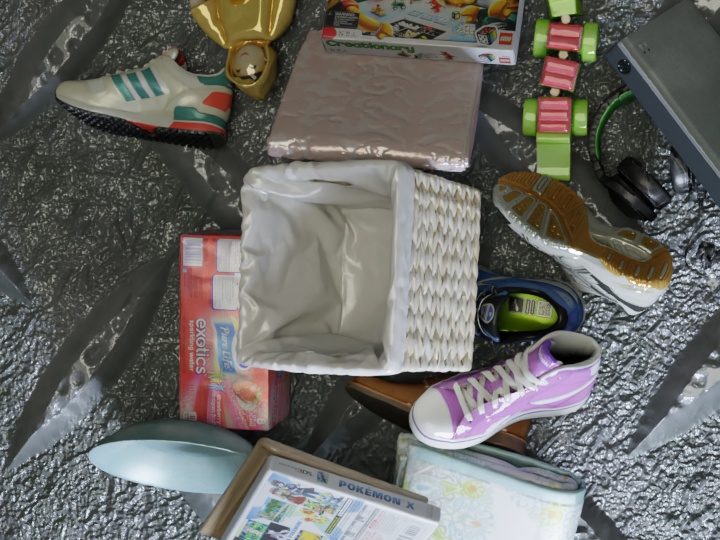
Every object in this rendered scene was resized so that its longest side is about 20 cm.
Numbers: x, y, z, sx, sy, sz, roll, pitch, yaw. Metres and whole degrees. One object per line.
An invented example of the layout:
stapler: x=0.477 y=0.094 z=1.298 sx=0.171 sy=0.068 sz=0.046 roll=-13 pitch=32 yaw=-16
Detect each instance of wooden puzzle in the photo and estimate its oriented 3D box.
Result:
wooden puzzle: x=-0.050 y=0.245 z=1.458 sx=0.183 sy=0.038 sz=0.201 roll=22 pitch=137 yaw=-14

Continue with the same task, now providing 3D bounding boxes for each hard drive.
hard drive: x=0.336 y=-0.156 z=1.372 sx=0.201 sy=0.139 sz=0.033 roll=54 pitch=139 yaw=4

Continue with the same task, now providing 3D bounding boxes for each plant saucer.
plant saucer: x=-0.183 y=0.190 z=1.490 sx=0.198 sy=0.201 sz=0.039 roll=0 pitch=67 yaw=12

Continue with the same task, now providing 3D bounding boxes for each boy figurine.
boy figurine: x=-0.126 y=-0.279 z=1.493 sx=0.122 sy=0.064 sz=0.203 roll=-3 pitch=91 yaw=9

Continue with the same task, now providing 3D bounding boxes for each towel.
towel: x=0.021 y=-0.171 z=1.422 sx=0.197 sy=0.192 sz=0.033 roll=4 pitch=135 yaw=11
towel: x=0.120 y=0.261 z=1.469 sx=0.197 sy=0.048 sz=0.173 roll=17 pitch=119 yaw=12

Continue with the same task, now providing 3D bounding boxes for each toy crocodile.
toy crocodile: x=0.200 y=-0.191 z=1.430 sx=0.066 sy=0.062 sz=0.203 roll=7 pitch=96 yaw=11

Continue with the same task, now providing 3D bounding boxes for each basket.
basket: x=0.000 y=0.000 z=1.401 sx=0.196 sy=0.160 sz=0.203 roll=0 pitch=87 yaw=37

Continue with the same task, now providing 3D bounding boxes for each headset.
headset: x=0.299 y=-0.094 z=1.400 sx=0.122 sy=0.094 sz=0.202 roll=-26 pitch=77 yaw=13

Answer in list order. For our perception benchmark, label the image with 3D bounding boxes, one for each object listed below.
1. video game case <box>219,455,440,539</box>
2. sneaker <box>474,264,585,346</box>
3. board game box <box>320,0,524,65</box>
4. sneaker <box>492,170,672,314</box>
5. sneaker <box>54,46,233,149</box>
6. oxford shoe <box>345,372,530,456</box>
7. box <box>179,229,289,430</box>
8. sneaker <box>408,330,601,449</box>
video game case: x=-0.038 y=0.268 z=1.438 sx=0.180 sy=0.022 sz=0.201 roll=19 pitch=138 yaw=-11
sneaker: x=0.126 y=0.033 z=1.448 sx=0.197 sy=0.089 sz=0.080 roll=2 pitch=95 yaw=17
board game box: x=0.067 y=-0.278 z=1.443 sx=0.197 sy=0.035 sz=0.128 roll=5 pitch=72 yaw=11
sneaker: x=0.213 y=-0.020 z=1.429 sx=0.199 sy=0.088 sz=0.076 roll=34 pitch=62 yaw=14
sneaker: x=-0.227 y=-0.193 z=1.527 sx=0.197 sy=0.070 sz=0.095 roll=11 pitch=79 yaw=13
oxford shoe: x=0.083 y=0.136 z=1.487 sx=0.197 sy=0.071 sz=0.072 roll=16 pitch=72 yaw=6
box: x=-0.130 y=0.060 z=1.503 sx=0.101 sy=0.095 sz=0.203 roll=1 pitch=95 yaw=12
sneaker: x=0.144 y=0.107 z=1.406 sx=0.198 sy=0.115 sz=0.073 roll=-17 pitch=63 yaw=-15
